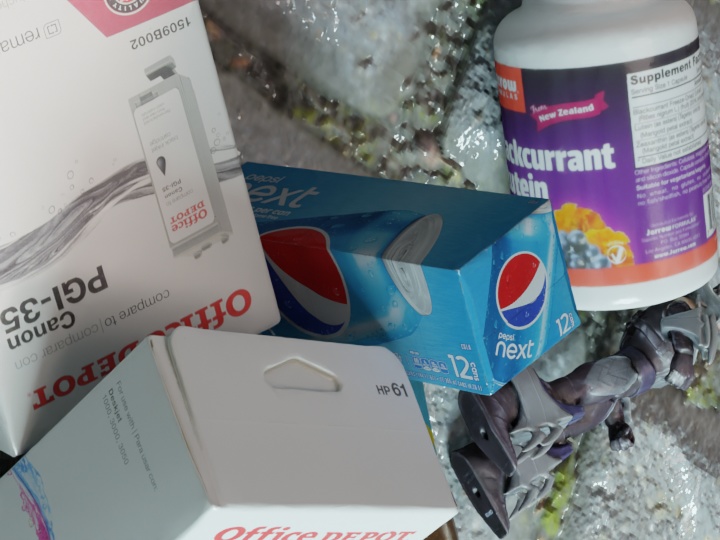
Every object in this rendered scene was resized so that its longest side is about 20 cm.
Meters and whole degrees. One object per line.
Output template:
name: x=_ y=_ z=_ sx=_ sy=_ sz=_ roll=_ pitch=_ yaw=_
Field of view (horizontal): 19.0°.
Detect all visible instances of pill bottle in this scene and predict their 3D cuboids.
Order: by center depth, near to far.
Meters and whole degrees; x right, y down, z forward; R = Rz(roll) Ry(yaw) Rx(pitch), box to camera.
pill bottle: x=0.130 y=-0.089 z=1.163 sx=0.111 sy=0.111 sz=0.202 roll=-22 pitch=111 yaw=-40

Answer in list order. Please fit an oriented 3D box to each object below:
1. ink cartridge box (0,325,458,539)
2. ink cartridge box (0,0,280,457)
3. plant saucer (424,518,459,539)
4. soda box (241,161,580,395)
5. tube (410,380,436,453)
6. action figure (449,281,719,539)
ink cartridge box: x=-0.078 y=0.115 z=0.922 sx=0.144 sy=0.200 sz=0.085 roll=6 pitch=51 yaw=-45
ink cartridge box: x=-0.131 y=-0.045 z=0.916 sx=0.146 sy=0.083 sz=0.201 roll=-27 pitch=115 yaw=-28
plant saucer: x=-0.011 y=0.175 z=1.119 sx=0.199 sy=0.034 sz=0.202 roll=-10 pitch=104 yaw=-43
soda box: x=0.000 y=0.000 z=0.984 sx=0.068 sy=0.199 sz=0.065 roll=-35 pitch=119 yaw=-36
tube: x=0.008 y=0.077 z=1.020 sx=0.050 sy=0.200 sz=0.078 roll=24 pitch=114 yaw=-14
action figure: x=0.141 y=0.066 z=1.210 sx=0.199 sy=0.070 sz=0.130 roll=-28 pitch=157 yaw=-27
